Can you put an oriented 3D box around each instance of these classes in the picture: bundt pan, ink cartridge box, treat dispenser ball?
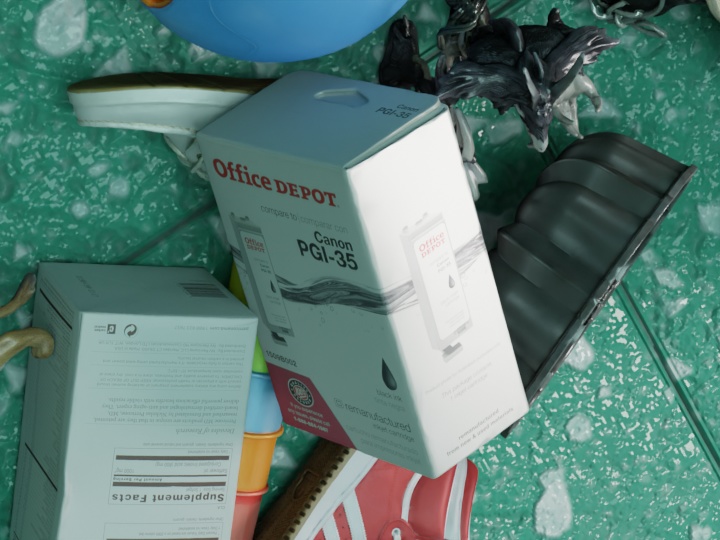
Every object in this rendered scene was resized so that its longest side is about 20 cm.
[{"bbox_3d":[0.117,-0.001,1.371,0.076,0.202,0.202,35,92,6],"label":"bundt pan"},{"bbox_3d":[0.000,0.000,1.281,0.083,0.146,0.201,-32,120,-30],"label":"ink cartridge box"},{"bbox_3d":[-0.049,-0.216,1.242,0.200,0.201,0.202,-5,106,-17],"label":"treat dispenser ball"}]

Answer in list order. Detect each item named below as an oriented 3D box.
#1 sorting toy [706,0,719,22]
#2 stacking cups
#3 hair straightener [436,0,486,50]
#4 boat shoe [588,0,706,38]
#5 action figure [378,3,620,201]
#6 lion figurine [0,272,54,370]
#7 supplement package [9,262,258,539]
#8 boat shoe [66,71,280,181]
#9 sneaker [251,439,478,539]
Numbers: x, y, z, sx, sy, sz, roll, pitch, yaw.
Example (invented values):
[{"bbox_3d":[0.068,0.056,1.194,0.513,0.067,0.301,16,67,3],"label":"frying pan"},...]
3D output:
[{"bbox_3d":[0.274,-0.212,1.385,0.186,0.036,0.200,-65,153,-2],"label":"sorting toy"},{"bbox_3d":[-0.070,0.076,1.391,0.060,0.060,0.201,8,102,-20],"label":"stacking cups"},{"bbox_3d":[0.074,-0.182,1.289,0.041,0.200,0.077,5,128,9],"label":"hair straightener"},{"bbox_3d":[0.174,-0.183,1.398,0.198,0.074,0.068,-7,114,-33],"label":"boat shoe"},{"bbox_3d":[0.083,-0.104,1.317,0.118,0.200,0.103,-22,110,-11],"label":"action figure"},{"bbox_3d":[-0.261,0.090,1.301,0.122,0.072,0.201,4,111,-41],"label":"lion figurine"},{"bbox_3d":[-0.139,0.107,1.347,0.109,0.114,0.201,2,105,-22],"label":"supplement package"},{"bbox_3d":[-0.078,-0.079,1.341,0.199,0.071,0.070,3,102,-20],"label":"boat shoe"},{"bbox_3d":[-0.006,0.180,1.435,0.112,0.071,0.200,39,88,-20],"label":"sneaker"}]
